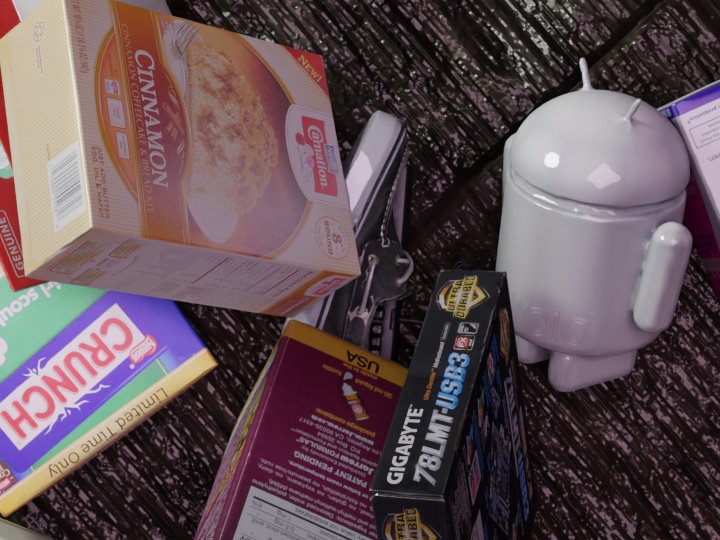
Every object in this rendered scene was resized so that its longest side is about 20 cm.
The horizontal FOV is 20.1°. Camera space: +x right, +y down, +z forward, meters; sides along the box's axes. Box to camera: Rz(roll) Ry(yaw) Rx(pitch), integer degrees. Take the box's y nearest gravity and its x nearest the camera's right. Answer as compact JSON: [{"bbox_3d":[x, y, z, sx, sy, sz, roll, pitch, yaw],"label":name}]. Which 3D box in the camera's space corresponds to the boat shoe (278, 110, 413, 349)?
[{"bbox_3d":[0.000,0.000,1.298,0.070,0.072,0.201,19,101,-3],"label":"boat shoe"}]

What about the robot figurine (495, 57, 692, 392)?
[{"bbox_3d":[0.144,-0.026,1.271,0.112,0.169,0.202,-15,122,-34],"label":"robot figurine"}]

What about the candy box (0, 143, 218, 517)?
[{"bbox_3d":[-0.214,0.028,1.295,0.169,0.077,0.201,-36,93,-4],"label":"candy box"}]

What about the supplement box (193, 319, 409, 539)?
[{"bbox_3d":[-0.039,0.153,1.210,0.103,0.131,0.201,24,46,-6],"label":"supplement box"}]

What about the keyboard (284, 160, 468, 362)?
[{"bbox_3d":[0.014,0.031,1.333,0.126,0.021,0.202,5,90,-2],"label":"keyboard"}]

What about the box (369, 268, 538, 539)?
[{"bbox_3d":[0.060,0.137,1.208,0.049,0.199,0.201,2,129,15],"label":"box"}]

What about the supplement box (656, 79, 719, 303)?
[{"bbox_3d":[0.271,-0.031,1.303,0.103,0.101,0.201,-24,90,-3],"label":"supplement box"}]

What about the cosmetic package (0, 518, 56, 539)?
[{"bbox_3d":[-0.177,0.238,1.298,0.199,0.071,0.106,24,90,-2],"label":"cosmetic package"}]

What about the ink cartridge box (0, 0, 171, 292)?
[{"bbox_3d":[-0.173,-0.100,1.250,0.045,0.176,0.201,-30,81,42],"label":"ink cartridge box"}]

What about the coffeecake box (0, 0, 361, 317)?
[{"bbox_3d":[-0.106,-0.066,1.208,0.199,0.073,0.155,10,60,-42],"label":"coffeecake box"}]
